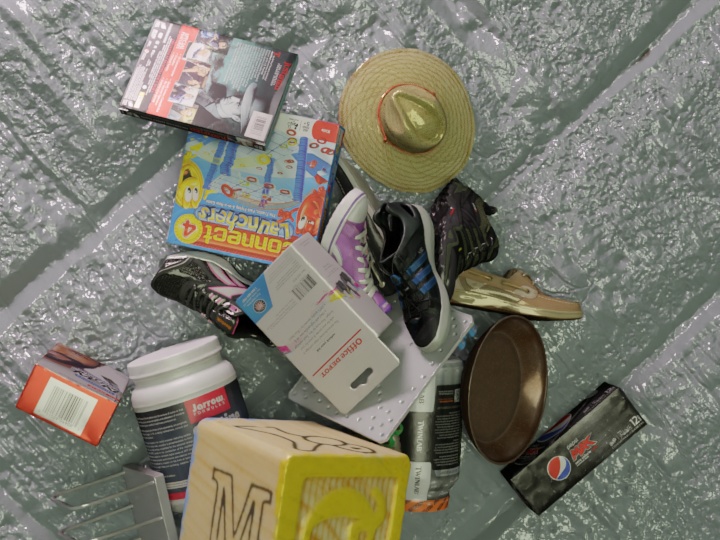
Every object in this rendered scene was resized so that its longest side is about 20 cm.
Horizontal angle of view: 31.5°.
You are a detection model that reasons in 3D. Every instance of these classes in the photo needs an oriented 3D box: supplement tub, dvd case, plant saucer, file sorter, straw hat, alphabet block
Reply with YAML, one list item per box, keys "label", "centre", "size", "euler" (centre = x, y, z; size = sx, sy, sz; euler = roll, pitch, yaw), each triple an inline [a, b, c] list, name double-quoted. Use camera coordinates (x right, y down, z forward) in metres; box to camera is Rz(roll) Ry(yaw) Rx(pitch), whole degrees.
- label: "supplement tub"
  centre: [-0.214, 0.199, 1.657]
  size: [0.139, 0.140, 0.201]
  euler: [-18, 95, -7]
- label: "dvd case"
  centre: [-0.195, -0.242, 1.650]
  size: [0.199, 0.022, 0.147]
  euler: [14, 66, 7]
- label: "plant saucer"
  centre: [0.187, 0.159, 1.717]
  size: [0.200, 0.036, 0.202]
  euler: [-8, 100, -52]
- label: "file sorter"
  centre: [-0.307, 0.367, 1.634]
  size: [0.124, 0.139, 0.202]
  euler: [-14, 94, -28]
- label: "supplement tub"
  centre: [0.076, 0.214, 1.706]
  size: [0.122, 0.123, 0.202]
  euler: [2, 91, -8]
- label: "straw hat"
  centre: [0.072, -0.203, 1.706]
  size: [0.199, 0.085, 0.203]
  euler: [0, 93, -8]
- label: "alphabet block"
  centre: [-0.082, 0.293, 1.536]
  size: [0.194, 0.199, 0.198]
  euler: [5, 93, -38]

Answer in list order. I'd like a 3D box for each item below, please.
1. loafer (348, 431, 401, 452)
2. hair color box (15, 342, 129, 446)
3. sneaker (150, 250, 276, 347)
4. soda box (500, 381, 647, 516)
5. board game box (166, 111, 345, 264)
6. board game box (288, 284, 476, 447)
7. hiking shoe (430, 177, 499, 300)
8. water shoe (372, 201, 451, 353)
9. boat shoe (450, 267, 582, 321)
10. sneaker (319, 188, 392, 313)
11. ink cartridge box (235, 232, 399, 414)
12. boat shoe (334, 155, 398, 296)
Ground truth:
- label: "loafer"
  centre: [-0.009, 0.252, 1.662]
  size: [0.068, 0.200, 0.076]
  euler: [2, 57, -27]
- label: "hair color box"
  centre: [-0.357, 0.152, 1.604]
  size: [0.110, 0.200, 0.064]
  euler: [27, 90, -8]
- label: "sneaker"
  centre: [-0.177, 0.041, 1.668]
  size: [0.199, 0.087, 0.081]
  euler: [16, 125, -8]
- label: "soda box"
  centre: [0.294, 0.245, 1.767]
  size: [0.200, 0.063, 0.071]
  euler: [-39, 96, -5]
- label: "board game box"
  centre: [-0.137, -0.112, 1.675]
  size: [0.198, 0.056, 0.197]
  euler: [11, 90, 5]
- label: "board game box"
  centre: [0.028, 0.120, 1.647]
  size: [0.200, 0.199, 0.026]
  euler: [-52, 129, -17]
- label: "hiking shoe"
  centre: [0.140, -0.032, 1.690]
  size: [0.100, 0.076, 0.201]
  euler: [24, 52, -12]
- label: "water shoe"
  centre: [0.056, 0.009, 1.607]
  size: [0.079, 0.071, 0.201]
  euler: [10, 59, -37]
- label: "boat shoe"
  centre: [0.211, 0.029, 1.742]
  size: [0.198, 0.071, 0.065]
  euler: [10, 83, -9]
- label: "sneaker"
  centre: [0.000, 0.000, 1.651]
  size: [0.114, 0.073, 0.202]
  euler: [23, 113, 13]
- label: "ink cartridge box"
  centre: [-0.044, 0.067, 1.610]
  size: [0.200, 0.068, 0.115]
  euler: [47, 113, 1]
- label: "boat shoe"
  centre: [0.007, -0.060, 1.707]
  size: [0.060, 0.074, 0.201]
  euler: [-34, 85, 15]
